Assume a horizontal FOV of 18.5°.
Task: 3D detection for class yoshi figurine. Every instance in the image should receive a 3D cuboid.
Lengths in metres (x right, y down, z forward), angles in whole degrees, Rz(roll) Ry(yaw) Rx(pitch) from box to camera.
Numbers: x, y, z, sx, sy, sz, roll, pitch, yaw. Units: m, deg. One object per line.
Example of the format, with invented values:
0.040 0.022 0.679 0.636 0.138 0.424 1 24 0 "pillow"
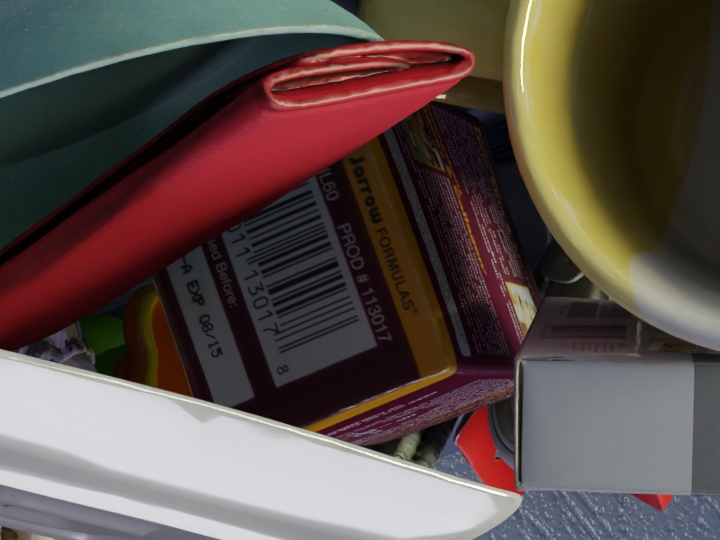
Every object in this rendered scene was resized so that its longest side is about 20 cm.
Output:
-0.096 0.047 0.930 0.112 0.113 0.200 -39 -175 -36 "yoshi figurine"

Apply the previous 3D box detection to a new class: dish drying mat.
-0.058 -0.016 0.616 0.076 0.018 0.200 -14 168 -43 "dish drying mat"

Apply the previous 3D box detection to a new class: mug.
0.112 -0.061 0.646 0.150 0.186 0.153 -49 169 6 "mug"

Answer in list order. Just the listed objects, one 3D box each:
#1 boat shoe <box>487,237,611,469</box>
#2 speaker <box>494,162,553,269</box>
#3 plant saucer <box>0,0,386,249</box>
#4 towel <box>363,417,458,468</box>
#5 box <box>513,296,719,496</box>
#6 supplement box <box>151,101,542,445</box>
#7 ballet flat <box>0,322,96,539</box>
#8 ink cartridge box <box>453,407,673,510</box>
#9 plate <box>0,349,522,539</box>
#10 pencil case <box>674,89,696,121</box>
0.105 -0.012 0.882 0.201 0.072 0.062 -62 157 -11 "boat shoe"
0.078 -0.011 0.997 0.081 0.082 0.200 -25 171 30 "speaker"
-0.089 -0.037 0.589 0.199 0.036 0.200 -20 171 -3 "plant saucer"
-0.041 0.088 0.963 0.192 0.035 0.200 -28 -171 20 "towel"
0.149 0.036 0.655 0.198 0.042 0.156 0 -174 7 "box"
0.000 0.000 0.776 0.085 0.111 0.200 -22 171 14 "supplement box"
-0.119 0.078 0.833 0.072 0.072 0.201 -16 137 -28 "ballet flat"
0.131 0.025 0.961 0.201 0.067 0.116 -54 154 -10 "ink cartridge box"
-0.089 0.054 0.622 0.199 0.033 0.199 19 167 -32 "plate"
0.179 -0.090 0.754 0.199 0.088 0.087 -23 171 10 "pencil case"
